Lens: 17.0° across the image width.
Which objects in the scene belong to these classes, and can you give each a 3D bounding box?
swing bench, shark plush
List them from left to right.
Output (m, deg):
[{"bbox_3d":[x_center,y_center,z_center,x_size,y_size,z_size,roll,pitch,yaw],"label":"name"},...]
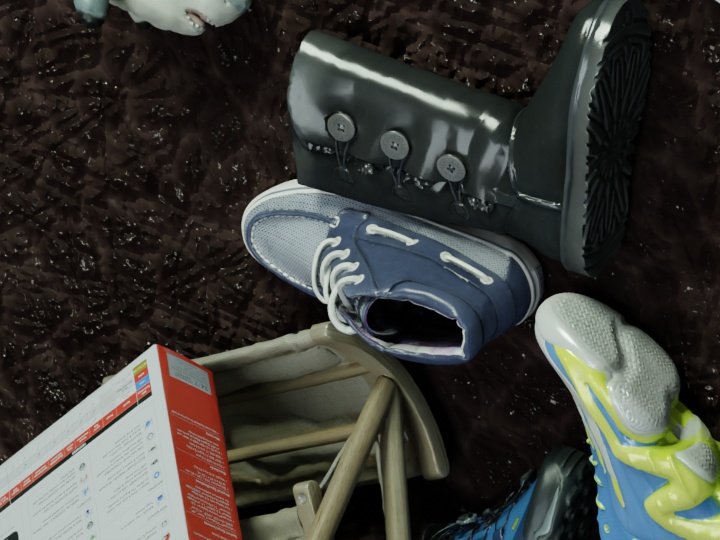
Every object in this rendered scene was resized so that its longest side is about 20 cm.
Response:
[{"bbox_3d":[-0.136,-0.226,1.424,0.083,0.091,0.200,-27,74,19],"label":"shark plush"},{"bbox_3d":[-0.061,0.153,1.459,0.199,0.200,0.130,-14,147,42],"label":"swing bench"}]

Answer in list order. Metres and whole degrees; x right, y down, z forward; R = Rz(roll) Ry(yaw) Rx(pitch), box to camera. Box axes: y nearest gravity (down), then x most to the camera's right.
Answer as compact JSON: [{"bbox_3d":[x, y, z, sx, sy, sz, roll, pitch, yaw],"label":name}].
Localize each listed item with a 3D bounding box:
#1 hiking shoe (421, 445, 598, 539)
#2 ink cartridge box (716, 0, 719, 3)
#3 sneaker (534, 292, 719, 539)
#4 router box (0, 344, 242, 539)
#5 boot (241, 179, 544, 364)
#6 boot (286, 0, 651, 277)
[{"bbox_3d":[0.074,0.173,1.436,0.087,0.074,0.200,35,126,14],"label":"hiking shoe"},{"bbox_3d":[0.175,-0.251,1.198,0.200,0.041,0.200,37,127,14],"label":"ink cartridge box"},{"bbox_3d":[0.151,0.110,1.353,0.200,0.076,0.105,47,123,5],"label":"sneaker"},{"bbox_3d":[-0.160,0.170,1.412,0.200,0.049,0.180,-37,44,25],"label":"router box"},{"bbox_3d":[0.000,0.000,1.396,0.200,0.090,0.073,11,117,29],"label":"boot"},{"bbox_3d":[0.055,-0.098,1.338,0.200,0.066,0.165,22,120,29],"label":"boot"}]
